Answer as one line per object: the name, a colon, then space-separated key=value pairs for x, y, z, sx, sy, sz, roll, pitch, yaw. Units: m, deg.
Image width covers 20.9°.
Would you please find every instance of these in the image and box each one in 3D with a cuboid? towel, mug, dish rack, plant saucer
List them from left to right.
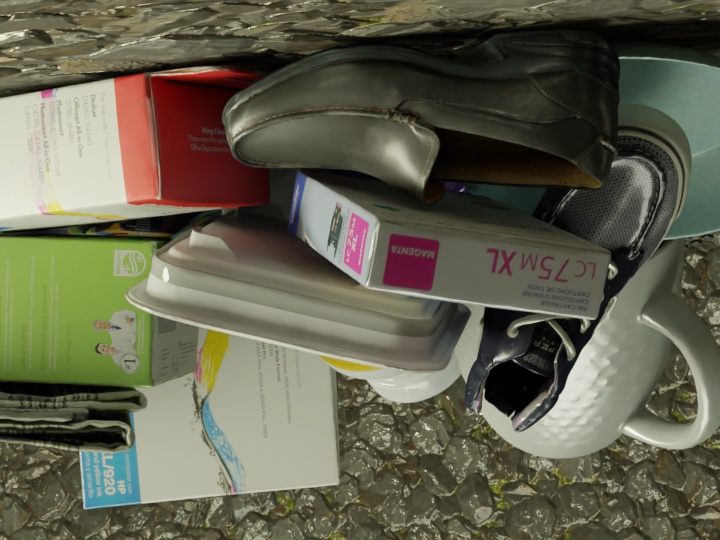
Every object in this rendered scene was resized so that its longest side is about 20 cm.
towel: x=-0.222 y=0.074 z=1.133 sx=0.191 sy=0.035 sz=0.200 roll=5 pitch=-178 yaw=-9
dish rack: x=-0.025 y=0.001 z=1.066 sx=0.171 sy=0.044 sz=0.200 roll=12 pitch=-170 yaw=7
mug: x=0.144 y=0.037 z=1.214 sx=0.147 sy=0.176 sz=0.200 roll=-34 pitch=-131 yaw=-32
plant saucer: x=0.146 y=-0.077 z=1.057 sx=0.200 sy=0.039 sz=0.201 roll=4 pitch=154 yaw=2

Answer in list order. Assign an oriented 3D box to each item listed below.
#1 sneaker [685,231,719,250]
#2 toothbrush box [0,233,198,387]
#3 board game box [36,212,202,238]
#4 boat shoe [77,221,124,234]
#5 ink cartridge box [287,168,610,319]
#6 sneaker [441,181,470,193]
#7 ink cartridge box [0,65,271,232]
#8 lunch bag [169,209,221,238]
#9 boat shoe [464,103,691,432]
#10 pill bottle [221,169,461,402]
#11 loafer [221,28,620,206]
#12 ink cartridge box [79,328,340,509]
sneaker: x=0.254 y=-0.086 z=1.320 sx=0.078 sy=0.083 sz=0.199 roll=23 pitch=145 yaw=-39
toothbrush box: x=-0.204 y=0.021 z=1.151 sx=0.199 sy=0.087 sz=0.146 roll=0 pitch=-179 yaw=6
board game box: x=-0.217 y=-0.046 z=1.497 sx=0.164 sy=0.057 sz=0.200 roll=-6 pitch=177 yaw=19
boat shoe: x=-0.164 y=-0.056 z=1.186 sx=0.199 sy=0.066 sz=0.072 roll=-4 pitch=178 yaw=-16
ink cartridge box: x=0.035 y=-0.018 z=0.994 sx=0.119 sy=0.042 sz=0.200 roll=8 pitch=-170 yaw=-16
sneaker: x=0.074 y=-0.084 z=1.141 sx=0.199 sy=0.081 sz=0.083 roll=-12 pitch=163 yaw=-11
ink cartridge box: x=-0.129 y=-0.063 z=1.046 sx=0.199 sy=0.068 sz=0.116 roll=-6 pitch=179 yaw=27
lunch bag: x=-0.038 y=-0.032 z=1.435 sx=0.199 sy=0.078 sz=0.160 roll=-16 pitch=-175 yaw=45
boat shoe: x=0.114 y=0.006 z=1.040 sx=0.074 sy=0.093 sz=0.200 roll=22 pitch=139 yaw=-1
pill bottle: x=0.000 y=0.000 z=1.266 sx=0.111 sy=0.113 sz=0.200 roll=-5 pitch=142 yaw=26
loafer: x=0.028 y=-0.068 z=0.952 sx=0.199 sy=0.073 sz=0.073 roll=-7 pitch=155 yaw=13
ink cartridge box: x=-0.122 y=0.100 z=1.533 sx=0.199 sy=0.146 sz=0.147 roll=-5 pitch=-179 yaw=-7
